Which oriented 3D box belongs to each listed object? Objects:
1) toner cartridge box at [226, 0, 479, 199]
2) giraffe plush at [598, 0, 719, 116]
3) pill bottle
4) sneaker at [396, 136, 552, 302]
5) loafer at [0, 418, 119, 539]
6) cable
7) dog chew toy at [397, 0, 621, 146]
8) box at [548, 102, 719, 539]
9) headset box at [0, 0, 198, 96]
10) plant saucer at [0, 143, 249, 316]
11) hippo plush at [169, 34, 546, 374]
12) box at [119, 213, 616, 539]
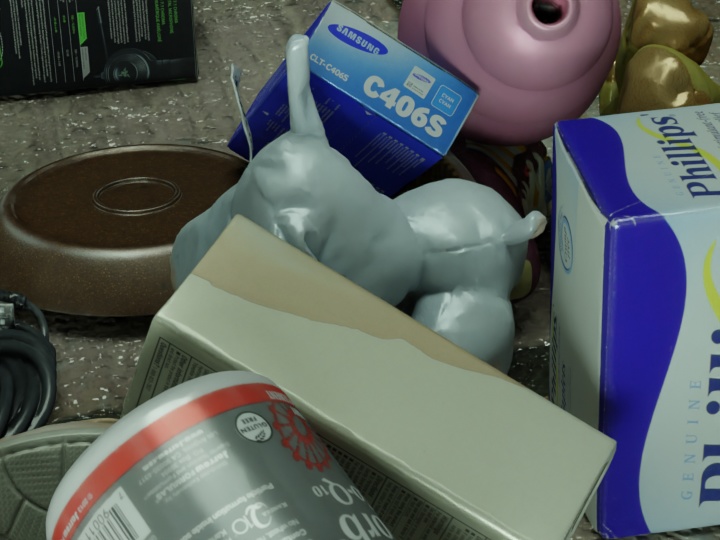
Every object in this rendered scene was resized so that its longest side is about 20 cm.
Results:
[{"bbox_3d":[-0.009,-0.083,1.187,0.095,0.200,0.043,31,75,-8],"label":"toner cartridge box"},{"bbox_3d":[0.213,-0.053,1.192,0.162,0.173,0.200,12,-10,0],"label":"giraffe plush"},{"bbox_3d":[-0.026,0.146,0.822,0.116,0.116,0.200,-23,61,-31],"label":"pill bottle"},{"bbox_3d":[0.081,-0.045,1.232,0.090,0.075,0.200,-6,30,-16],"label":"sneaker"},{"bbox_3d":[-0.086,0.104,1.011,0.200,0.072,0.063,2,13,-6],"label":"loafer"},{"bbox_3d":[-0.258,0.067,1.102,0.200,0.051,0.163,-3,35,-6],"label":"cable"},{"bbox_3d":[0.087,-0.132,1.151,0.124,0.125,0.200,-5,1,-5],"label":"dog chew toy"},{"bbox_3d":[0.197,0.019,1.010,0.200,0.184,0.105,-7,32,-7],"label":"box"},{"bbox_3d":[-0.211,-0.204,1.509,0.200,0.093,0.174,-7,30,-8],"label":"headset box"},{"bbox_3d":[-0.132,-0.032,1.254,0.200,0.035,0.200,-3,26,1],"label":"plant saucer"},{"bbox_3d":[0.000,0.000,1.102,0.161,0.200,0.159,5,-9,-27],"label":"hippo plush"},{"bbox_3d":[0.001,0.074,0.936,0.200,0.095,0.078,32,49,4],"label":"box"}]
